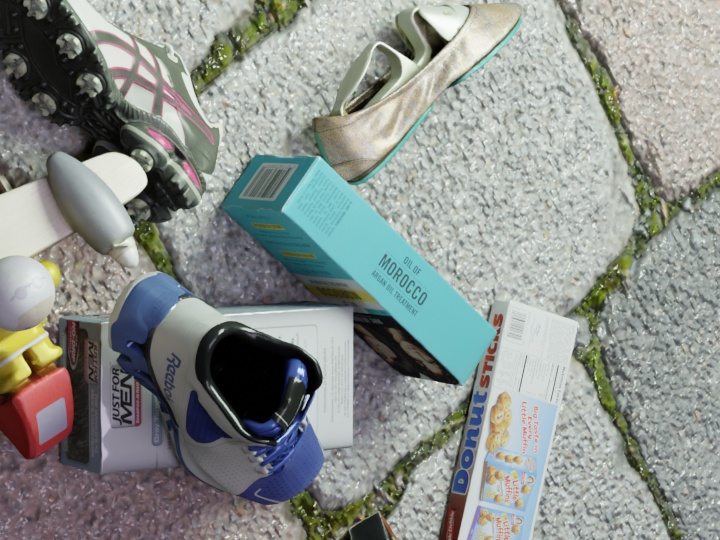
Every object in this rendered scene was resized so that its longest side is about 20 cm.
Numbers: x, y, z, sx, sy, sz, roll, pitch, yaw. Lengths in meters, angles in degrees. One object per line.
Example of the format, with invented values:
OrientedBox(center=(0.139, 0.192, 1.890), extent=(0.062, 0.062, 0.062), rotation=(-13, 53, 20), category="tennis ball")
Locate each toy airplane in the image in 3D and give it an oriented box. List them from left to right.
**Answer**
OrientedBox(center=(-0.231, -0.002, 1.324), extent=(0.199, 0.141, 0.201), rotation=(23, 80, -33), category="toy airplane")

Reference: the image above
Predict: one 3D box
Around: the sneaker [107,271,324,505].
OrientedBox(center=(-0.069, 0.090, 1.373), extent=(0.081, 0.115, 0.200), rotation=(-52, 135, -17), category="sneaker")

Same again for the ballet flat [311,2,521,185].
OrientedBox(center=(0.039, -0.146, 1.559), extent=(0.200, 0.068, 0.067), rotation=(-47, 110, -26), category="ballet flat")

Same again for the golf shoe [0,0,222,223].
OrientedBox(center=(-0.164, -0.125, 1.421), extent=(0.200, 0.077, 0.088), rotation=(56, 43, -27), category="golf shoe")

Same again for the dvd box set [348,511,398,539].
OrientedBox(center=(0.061, 0.283, 1.554), extent=(0.029, 0.146, 0.200), rotation=(-31, 113, 5), category="dvd box set")

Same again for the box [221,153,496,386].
OrientedBox(center=(0.000, 0.000, 1.527), extent=(0.200, 0.082, 0.049), rotation=(44, 70, -29), category="box")

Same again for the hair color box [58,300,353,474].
OrientedBox(center=(-0.101, 0.076, 1.472), extent=(0.199, 0.061, 0.100), rotation=(-3, 95, -36), category="hair color box")

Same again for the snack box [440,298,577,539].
OrientedBox(center=(0.111, 0.127, 1.648), extent=(0.072, 0.024, 0.201), rotation=(18, 82, -36), category="snack box")
